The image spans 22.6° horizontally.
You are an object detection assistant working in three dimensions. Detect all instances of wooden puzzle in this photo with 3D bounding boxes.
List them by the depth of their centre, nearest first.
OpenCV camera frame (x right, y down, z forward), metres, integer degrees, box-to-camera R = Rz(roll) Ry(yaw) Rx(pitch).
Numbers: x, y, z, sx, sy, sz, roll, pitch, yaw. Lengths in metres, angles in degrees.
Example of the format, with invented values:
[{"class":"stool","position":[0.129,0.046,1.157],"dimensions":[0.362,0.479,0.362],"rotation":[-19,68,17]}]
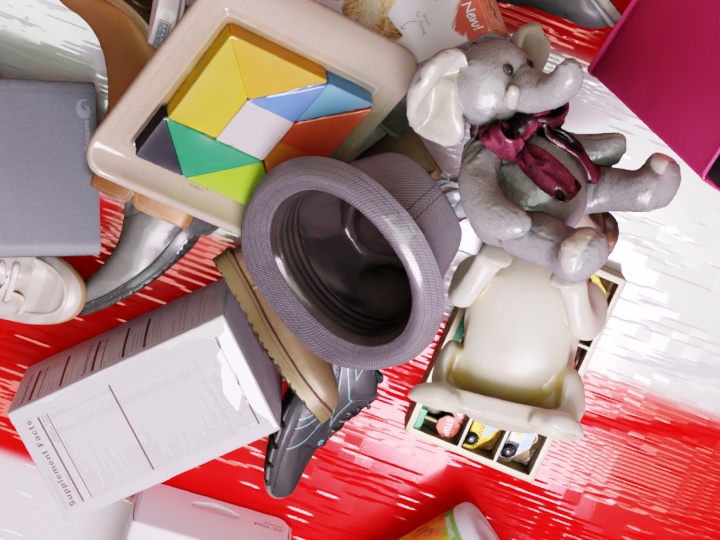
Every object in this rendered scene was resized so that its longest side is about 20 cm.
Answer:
[{"class":"wooden puzzle","position":[-0.080,-0.115,1.346],"dimensions":[0.184,0.037,0.200],"rotation":[23,121,-30]}]

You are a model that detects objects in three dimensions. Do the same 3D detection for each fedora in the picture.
[{"class":"fedora","position":[0.006,-0.021,1.363],"dimensions":[0.177,0.090,0.200],"rotation":[48,146,3]}]

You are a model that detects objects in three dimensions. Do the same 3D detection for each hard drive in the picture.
[{"class":"hard drive","position":[-0.295,-0.080,1.407],"dimensions":[0.199,0.033,0.141],"rotation":[-2,90,-42]}]

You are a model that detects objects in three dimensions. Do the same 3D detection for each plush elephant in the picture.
[{"class":"plush elephant","position":[0.122,-0.103,1.329],"dimensions":[0.199,0.164,0.156],"rotation":[12,123,41]}]

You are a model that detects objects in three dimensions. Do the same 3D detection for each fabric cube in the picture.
[{"class":"fabric cube","position":[0.332,-0.153,1.363],"dimensions":[0.199,0.200,0.197],"rotation":[24,106,-30]}]

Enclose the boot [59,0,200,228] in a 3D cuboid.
[{"class":"boot","position":[-0.182,-0.139,1.431],"dimensions":[0.199,0.077,0.156],"rotation":[28,108,12]}]

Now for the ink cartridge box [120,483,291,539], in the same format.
[{"class":"ink cartridge box","position":[-0.157,0.307,1.588],"dimensions":[0.145,0.083,0.202],"rotation":[16,107,-5]}]

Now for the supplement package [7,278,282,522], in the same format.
[{"class":"supplement package","position":[-0.178,0.106,1.511],"dimensions":[0.199,0.110,0.114],"rotation":[-23,106,6]}]

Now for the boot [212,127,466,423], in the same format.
[{"class":"boot","position":[0.000,0.000,1.460],"dimensions":[0.199,0.066,0.176],"rotation":[-32,77,-1]}]

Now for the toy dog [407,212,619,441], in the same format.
[{"class":"toy dog","position":[0.142,0.028,1.441],"dimensions":[0.138,0.194,0.202],"rotation":[12,83,20]}]

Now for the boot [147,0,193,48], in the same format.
[{"class":"boot","position":[-0.106,-0.246,1.383],"dimensions":[0.090,0.073,0.202],"rotation":[12,62,-12]}]

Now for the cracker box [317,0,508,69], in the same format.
[{"class":"cracker box","position":[-0.001,-0.206,1.401],"dimensions":[0.199,0.058,0.135],"rotation":[-23,84,19]}]

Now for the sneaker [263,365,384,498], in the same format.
[{"class":"sneaker","position":[-0.027,0.110,1.533],"dimensions":[0.079,0.075,0.201],"rotation":[19,107,-9]}]

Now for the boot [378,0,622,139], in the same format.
[{"class":"boot","position":[0.083,-0.186,1.430],"dimensions":[0.182,0.073,0.200],"rotation":[42,97,18]}]

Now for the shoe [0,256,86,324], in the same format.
[{"class":"shoe","position":[-0.323,0.003,1.482],"dimensions":[0.198,0.053,0.071],"rotation":[16,107,10]}]

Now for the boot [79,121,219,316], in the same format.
[{"class":"boot","position":[-0.184,-0.064,1.494],"dimensions":[0.199,0.068,0.131],"rotation":[-37,92,10]}]

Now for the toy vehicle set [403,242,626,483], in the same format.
[{"class":"toy vehicle set","position":[0.131,0.070,1.547],"dimensions":[0.123,0.027,0.201],"rotation":[21,106,-7]}]

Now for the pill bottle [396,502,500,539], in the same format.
[{"class":"pill bottle","position":[0.036,0.297,1.572],"dimensions":[0.199,0.111,0.112],"rotation":[-31,105,9]}]
